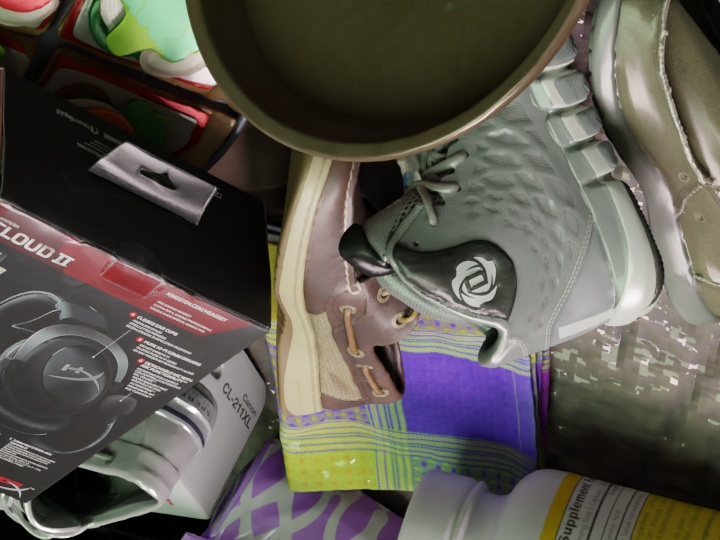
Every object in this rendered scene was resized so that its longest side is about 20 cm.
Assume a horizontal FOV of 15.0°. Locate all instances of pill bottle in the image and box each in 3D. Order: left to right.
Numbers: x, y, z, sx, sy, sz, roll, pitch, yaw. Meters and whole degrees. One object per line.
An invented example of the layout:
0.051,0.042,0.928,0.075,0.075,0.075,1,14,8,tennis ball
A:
0.118,0.158,1.309,0.199,0.112,0.112,14,136,14,pill bottle

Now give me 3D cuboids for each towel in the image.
0.021,0.048,1.324,0.143,0.023,0.201,7,137,11,towel

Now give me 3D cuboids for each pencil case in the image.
0.006,0.172,1.436,0.199,0.086,0.084,33,146,4,pencil case

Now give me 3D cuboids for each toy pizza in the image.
-0.135,-0.096,1.181,0.199,0.032,0.201,-4,124,-7,toy pizza

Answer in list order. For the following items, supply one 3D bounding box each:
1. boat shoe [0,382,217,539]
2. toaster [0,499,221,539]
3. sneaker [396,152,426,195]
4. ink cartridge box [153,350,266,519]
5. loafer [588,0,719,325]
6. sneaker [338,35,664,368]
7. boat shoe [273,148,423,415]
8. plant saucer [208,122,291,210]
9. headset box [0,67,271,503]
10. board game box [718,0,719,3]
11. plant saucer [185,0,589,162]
-0.149,0.094,1.323,0.073,0.067,0.200,37,147,-21,boat shoe
-0.164,0.211,1.504,0.180,0.200,0.119,9,130,26,toaster
0.034,-0.088,1.175,0.200,0.085,0.077,56,165,-8,sneaker
-0.170,0.047,1.415,0.199,0.083,0.146,5,145,31,ink cartridge box
0.148,-0.060,1.131,0.069,0.075,0.200,0,137,26,loafer
0.034,-0.054,1.097,0.201,0.115,0.075,65,169,2,sneaker
0.000,0.000,1.214,0.071,0.072,0.201,5,142,2,boat shoe
-0.084,-0.097,1.275,0.199,0.035,0.201,20,138,19,plant saucer
-0.145,0.007,1.199,0.148,0.078,0.200,26,133,-34,headset box
0.234,-0.112,1.047,0.199,0.026,0.200,-12,121,42,board game box
0.017,-0.139,1.077,0.199,0.201,0.029,2,170,33,plant saucer
